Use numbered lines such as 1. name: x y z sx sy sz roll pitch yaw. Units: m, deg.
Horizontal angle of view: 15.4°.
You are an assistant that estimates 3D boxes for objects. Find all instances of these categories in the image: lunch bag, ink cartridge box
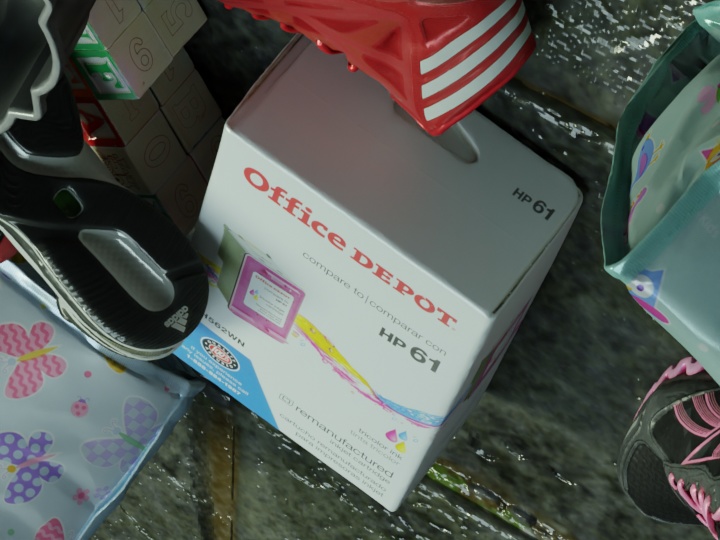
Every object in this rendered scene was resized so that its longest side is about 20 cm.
1. lunch bag: 0.175 -0.010 0.941 0.170 0.200 0.122 43 105 -10
2. lunch bag: -0.204 0.061 1.395 0.200 0.170 0.127 38 -168 6
3. ink cartridge box: 0.000 0.000 1.197 0.144 0.085 0.200 35 148 8

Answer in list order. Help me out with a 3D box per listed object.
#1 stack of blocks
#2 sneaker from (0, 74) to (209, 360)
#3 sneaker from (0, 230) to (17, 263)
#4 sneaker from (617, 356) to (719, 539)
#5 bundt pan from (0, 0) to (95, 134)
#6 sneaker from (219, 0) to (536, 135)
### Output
1. stack of blocks: -0.131 -0.108 1.221 0.115 0.059 0.201 5 135 43
2. sneaker: -0.152 -0.034 1.209 0.201 0.076 0.115 52 163 4
3. sneaker: -0.217 -0.088 1.261 0.070 0.098 0.202 -14 101 16
4. sneaker: 0.165 0.088 1.126 0.079 0.096 0.200 45 150 -13
5. bundt pan: -0.186 -0.154 1.085 0.201 0.076 0.202 24 146 18
6. sneaker: -0.017 -0.103 1.090 0.199 0.078 0.116 9 137 42
